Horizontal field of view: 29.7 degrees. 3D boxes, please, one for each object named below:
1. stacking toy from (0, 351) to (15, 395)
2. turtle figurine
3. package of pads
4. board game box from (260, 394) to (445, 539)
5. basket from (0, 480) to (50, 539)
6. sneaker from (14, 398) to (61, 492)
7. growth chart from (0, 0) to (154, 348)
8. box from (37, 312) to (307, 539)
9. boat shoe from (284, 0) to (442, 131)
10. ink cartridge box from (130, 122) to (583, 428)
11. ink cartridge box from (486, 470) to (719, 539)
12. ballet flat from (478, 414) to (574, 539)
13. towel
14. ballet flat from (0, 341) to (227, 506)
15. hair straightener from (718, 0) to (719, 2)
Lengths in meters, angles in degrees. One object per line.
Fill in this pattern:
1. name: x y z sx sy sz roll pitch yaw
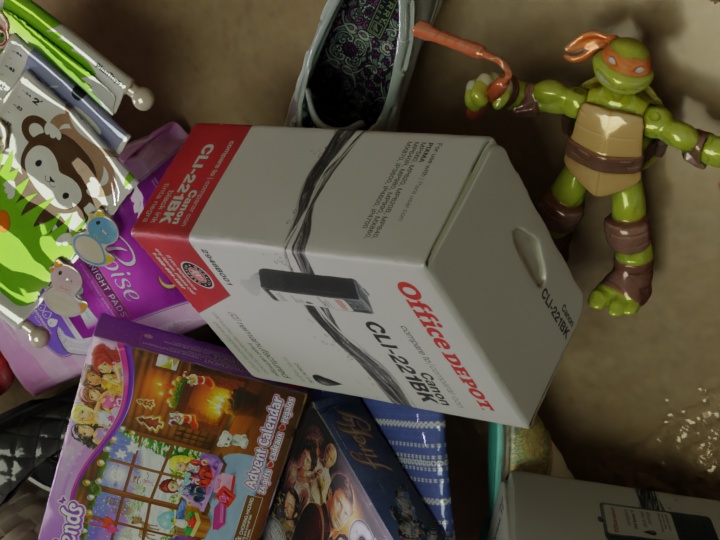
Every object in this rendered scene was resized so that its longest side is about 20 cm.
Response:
1. stacking toy: -0.309 0.120 0.937 0.108 0.202 0.116 13 148 -8
2. turtle figurine: 0.119 -0.062 0.713 0.198 0.065 0.163 13 130 9
3. package of pads: -0.170 -0.002 0.890 0.199 0.076 0.121 -22 107 34
4. board game box: 0.008 0.192 0.801 0.201 0.034 0.136 56 138 37
5. basket: -0.229 0.246 1.013 0.199 0.139 0.177 36 126 18
6. sneaker: -0.162 0.127 0.940 0.198 0.070 0.090 21 152 10
7. growth chart: -0.200 -0.059 0.809 0.144 0.018 0.201 32 116 1
8. box: -0.125 0.139 0.861 0.135 0.039 0.202 15 109 -8
9. boat shoe: -0.011 -0.096 0.757 0.070 0.072 0.202 29 127 10
10. ink cartridge box: 0.000 0.000 0.731 0.198 0.084 0.145 6 146 37
11. ink cartridge box: 0.167 0.207 0.785 0.197 0.083 0.148 8 122 0
12. ballet flat: 0.104 0.156 0.846 0.070 0.071 0.202 15 121 19
13. towel: 0.019 0.162 0.833 0.144 0.024 0.203 -6 90 59
14. ballet flat: -0.165 0.095 0.902 0.198 0.066 0.057 -22 92 -5
15. hair straightener: 0.222 -0.128 0.636 0.200 0.041 0.077 46 127 5
